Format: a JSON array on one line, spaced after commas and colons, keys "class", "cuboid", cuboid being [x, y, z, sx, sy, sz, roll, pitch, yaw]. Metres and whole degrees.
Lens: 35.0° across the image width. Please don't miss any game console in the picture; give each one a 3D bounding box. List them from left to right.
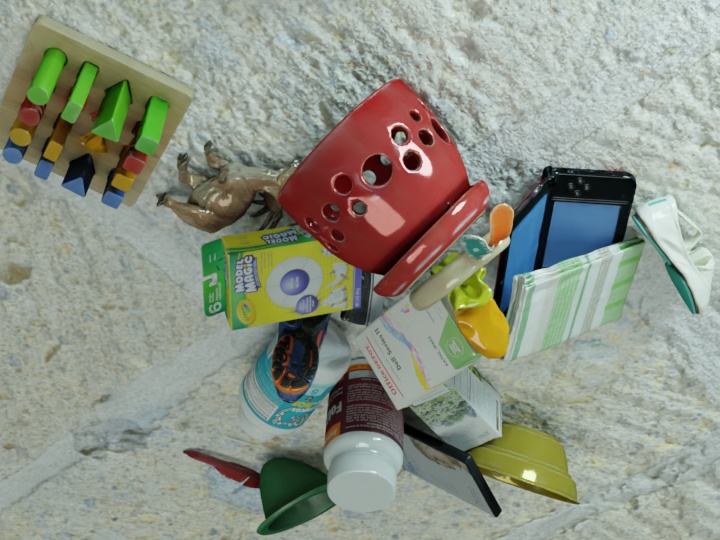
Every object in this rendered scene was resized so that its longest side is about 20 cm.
[{"class": "game console", "cuboid": [0.253, -0.018, 1.438, 0.171, 0.119, 0.201, 4, 133, 1]}]

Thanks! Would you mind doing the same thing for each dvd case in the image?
[{"class": "dvd case", "cuboid": [0.113, 0.289, 1.714, 0.199, 0.018, 0.143, 20, 149, 45]}]

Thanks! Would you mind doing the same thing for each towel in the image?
[{"class": "towel", "cuboid": [0.270, 0.035, 1.471, 0.199, 0.031, 0.150, -18, 139, -26]}]

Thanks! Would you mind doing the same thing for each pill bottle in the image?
[{"class": "pill bottle", "cuboid": [-0.103, 0.159, 1.628, 0.110, 0.111, 0.200, 23, 130, -17]}, {"class": "pill bottle", "cuboid": [0.005, 0.235, 1.629, 0.113, 0.201, 0.115, 2, 132, 2]}]

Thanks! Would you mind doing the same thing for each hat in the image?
[{"class": "hat", "cuboid": [-0.133, 0.311, 1.833, 0.199, 0.177, 0.166, -3, 146, -49]}]

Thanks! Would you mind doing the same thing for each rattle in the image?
[{"class": "rattle", "cuboid": [0.149, 0.022, 1.309, 0.130, 0.144, 0.200, -17, 169, -33]}]

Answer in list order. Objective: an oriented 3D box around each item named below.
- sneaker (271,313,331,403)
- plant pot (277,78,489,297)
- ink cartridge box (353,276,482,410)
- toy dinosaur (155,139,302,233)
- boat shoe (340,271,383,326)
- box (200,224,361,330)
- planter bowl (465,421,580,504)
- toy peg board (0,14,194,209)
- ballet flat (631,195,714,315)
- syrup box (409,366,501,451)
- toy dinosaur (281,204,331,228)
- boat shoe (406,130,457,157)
[{"class": "sneaker", "cuboid": [-0.081, 0.087, 1.504, 0.075, 0.201, 0.079, 17, 142, 0]}, {"class": "plant pot", "cuboid": [0.035, -0.087, 1.295, 0.182, 0.200, 0.201, 44, 126, 3]}, {"class": "ink cartridge box", "cuboid": [0.072, 0.100, 1.486, 0.200, 0.067, 0.118, -42, 76, 40]}, {"class": "toy dinosaur", "cuboid": [-0.167, -0.086, 1.430, 0.199, 0.086, 0.136, -21, 135, 28]}, {"class": "boat shoe", "cuboid": [0.000, 0.000, 1.510, 0.066, 0.070, 0.201, 3, 140, -1]}, {"class": "box", "cuboid": [-0.097, 0.005, 1.417, 0.198, 0.048, 0.118, -9, 125, -15]}, {"class": "planter bowl", "cuboid": [0.244, 0.279, 1.709, 0.199, 0.084, 0.200, 19, 169, 4]}, {"class": "toy peg board", "cuboid": [-0.333, -0.161, 1.358, 0.199, 0.098, 0.199, 25, 129, -18]}, {"class": "ballet flat", "cuboid": [0.419, -0.020, 1.469, 0.069, 0.070, 0.200, -24, 126, 23]}, {"class": "syrup box", "cuboid": [0.119, 0.170, 1.643, 0.078, 0.082, 0.200, -26, 126, 27]}, {"class": "toy dinosaur", "cuboid": [-0.083, -0.045, 1.476, 0.060, 0.106, 0.200, 45, 130, 4]}, {"class": "boat shoe", "cuboid": [0.085, -0.099, 1.427, 0.067, 0.057, 0.201, 34, 132, 22]}]
